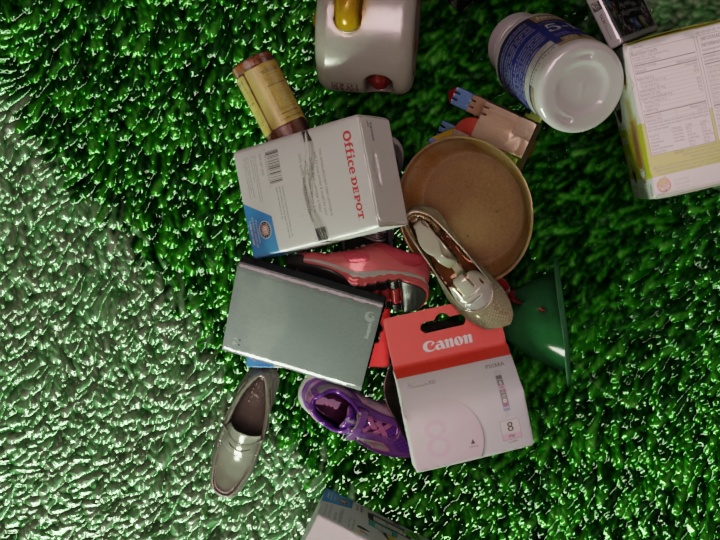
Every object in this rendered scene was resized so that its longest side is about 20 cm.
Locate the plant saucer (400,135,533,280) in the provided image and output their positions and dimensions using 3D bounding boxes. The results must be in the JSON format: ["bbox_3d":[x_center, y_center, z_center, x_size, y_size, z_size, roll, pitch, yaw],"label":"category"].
[{"bbox_3d":[0.143,-0.080,1.580,0.200,0.035,0.201,9,107,30],"label":"plant saucer"}]

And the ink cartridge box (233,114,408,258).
[{"bbox_3d":[-0.051,-0.107,1.548,0.199,0.084,0.145,-12,87,31],"label":"ink cartridge box"}]

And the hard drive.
[{"bbox_3d":[-0.076,0.070,1.587,0.199,0.033,0.140,16,119,4],"label":"hard drive"}]

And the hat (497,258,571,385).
[{"bbox_3d":[0.188,0.069,1.611,0.175,0.200,0.166,-6,118,9],"label":"hat"}]

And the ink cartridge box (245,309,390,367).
[{"bbox_3d":[-0.057,0.075,1.660,0.199,0.067,0.117,1,95,4],"label":"ink cartridge box"}]

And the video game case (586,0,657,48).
[{"bbox_3d":[0.316,-0.381,1.545,0.023,0.200,0.182,-26,93,30],"label":"video game case"}]

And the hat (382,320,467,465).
[{"bbox_3d":[0.135,0.169,1.623,0.200,0.081,0.201,0,89,-16],"label":"hat"}]

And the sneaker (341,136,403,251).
[{"bbox_3d":[0.012,-0.087,1.620,0.075,0.115,0.201,8,94,3],"label":"sneaker"}]

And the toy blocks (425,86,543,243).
[{"bbox_3d":[0.152,-0.158,1.625,0.136,0.100,0.201,26,103,13],"label":"toy blocks"}]

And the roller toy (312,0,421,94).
[{"bbox_3d":[0.006,-0.324,1.567,0.139,0.200,0.183,4,127,4],"label":"roller toy"}]

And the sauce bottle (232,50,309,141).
[{"bbox_3d":[-0.107,-0.202,1.646,0.066,0.066,0.201,-25,94,5],"label":"sauce bottle"}]

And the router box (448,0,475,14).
[{"bbox_3d":[0.105,-0.420,1.546,0.062,0.200,0.150,-41,91,4],"label":"router box"}]

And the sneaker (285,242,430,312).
[{"bbox_3d":[0.000,0.000,1.603,0.199,0.087,0.074,9,136,11],"label":"sneaker"}]

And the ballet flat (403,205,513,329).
[{"bbox_3d":[0.120,0.000,1.550,0.067,0.062,0.200,-42,79,15],"label":"ballet flat"}]

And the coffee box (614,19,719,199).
[{"bbox_3d":[0.441,-0.211,1.543,0.199,0.200,0.199,-13,93,6],"label":"coffee box"}]

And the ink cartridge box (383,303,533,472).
[{"bbox_3d":[0.127,0.147,1.559,0.162,0.057,0.201,-12,95,-6],"label":"ink cartridge box"}]

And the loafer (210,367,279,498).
[{"bbox_3d":[-0.167,0.227,1.677,0.070,0.070,0.201,17,95,2],"label":"loafer"}]

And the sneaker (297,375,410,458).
[{"bbox_3d":[0.004,0.208,1.657,0.200,0.088,0.081,25,93,-1],"label":"sneaker"}]

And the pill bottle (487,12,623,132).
[{"bbox_3d":[0.243,-0.265,1.542,0.119,0.200,0.120,-8,118,-15],"label":"pill bottle"}]

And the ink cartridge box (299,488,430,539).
[{"bbox_3d":[0.005,0.423,1.643,0.199,0.147,0.146,26,95,0],"label":"ink cartridge box"}]
